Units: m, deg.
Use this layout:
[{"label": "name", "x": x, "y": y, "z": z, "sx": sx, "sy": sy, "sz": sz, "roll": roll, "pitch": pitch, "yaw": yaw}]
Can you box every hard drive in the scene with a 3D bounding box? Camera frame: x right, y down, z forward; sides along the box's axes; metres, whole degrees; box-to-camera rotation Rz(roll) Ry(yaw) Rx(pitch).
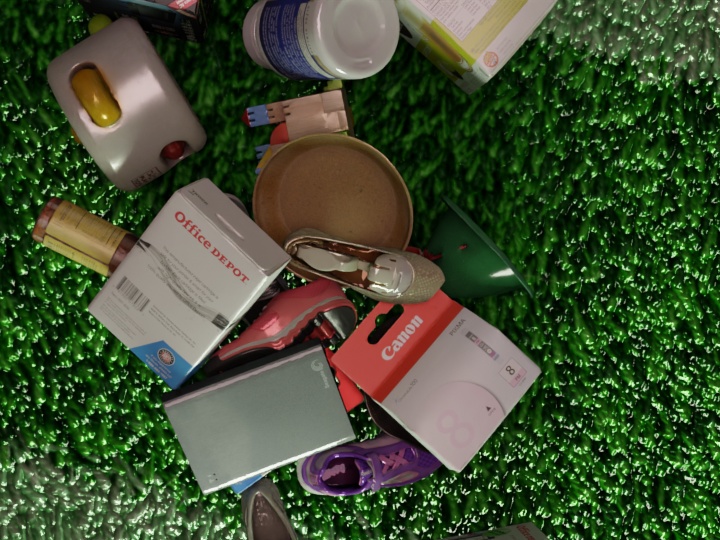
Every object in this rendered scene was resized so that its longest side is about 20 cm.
[{"label": "hard drive", "x": -0.119, "y": 0.175, "z": 1.431, "sx": 0.199, "sy": 0.033, "sz": 0.140, "roll": -20, "pitch": 116, "yaw": -2}]

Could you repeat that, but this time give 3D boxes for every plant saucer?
[{"label": "plant saucer", "x": -0.031, "y": -0.076, "z": 1.450, "sx": 0.199, "sy": 0.035, "sz": 0.201, "roll": 6, "pitch": 115, "yaw": 12}]

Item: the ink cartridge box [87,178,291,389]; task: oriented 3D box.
[{"label": "ink cartridge box", "x": -0.200, "y": 0.015, "z": 1.398, "sx": 0.145, "sy": 0.084, "sz": 0.200, "roll": 43, "pitch": 114, "yaw": 2}]

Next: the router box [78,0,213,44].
[{"label": "router box", "x": -0.257, "y": -0.331, "z": 1.417, "sx": 0.149, "sy": 0.200, "sz": 0.062, "roll": 13, "pitch": 89, "yaw": -4}]

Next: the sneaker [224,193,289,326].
[{"label": "sneaker", "x": -0.143, "y": -0.002, "z": 1.476, "sx": 0.075, "sy": 0.115, "sz": 0.200, "roll": -28, "pitch": 93, "yaw": -3}]

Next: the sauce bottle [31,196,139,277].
[{"label": "sauce bottle", "x": -0.308, "y": -0.022, "z": 1.490, "sx": 0.200, "sy": 0.066, "sz": 0.066, "roll": 29, "pitch": 89, "yaw": -6}]

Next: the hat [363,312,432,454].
[{"label": "hat", "x": 0.105, "y": 0.133, "z": 1.489, "sx": 0.200, "sy": 0.081, "sz": 0.201, "roll": 5, "pitch": 74, "yaw": -16}]

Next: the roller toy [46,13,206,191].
[{"label": "roller toy", "x": -0.283, "y": -0.193, "z": 1.426, "sx": 0.139, "sy": 0.200, "sz": 0.183, "roll": -32, "pitch": 126, "yaw": -2}]

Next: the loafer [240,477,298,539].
[{"label": "loafer", "x": -0.108, "y": 0.363, "z": 1.508, "sx": 0.070, "sy": 0.070, "sz": 0.201, "roll": -19, "pitch": 93, "yaw": -4}]

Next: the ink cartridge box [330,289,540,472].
[{"label": "ink cartridge box", "x": 0.091, "y": 0.115, "z": 1.425, "sx": 0.200, "sy": 0.057, "sz": 0.163, "roll": 43, "pitch": 77, "yaw": -6}]

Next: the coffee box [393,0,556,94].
[{"label": "coffee box", "x": 0.135, "y": -0.361, "z": 1.449, "sx": 0.198, "sy": 0.200, "sz": 0.200, "roll": 41, "pitch": 89, "yaw": -4}]

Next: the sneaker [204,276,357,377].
[{"label": "sneaker", "x": -0.100, "y": 0.075, "z": 1.457, "sx": 0.200, "sy": 0.087, "sz": 0.074, "roll": -27, "pitch": 134, "yaw": 5}]

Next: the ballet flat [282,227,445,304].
[{"label": "ballet flat", "x": 0.000, "y": 0.000, "z": 1.418, "sx": 0.199, "sy": 0.062, "sz": 0.068, "roll": 13, "pitch": 100, "yaw": 7}]

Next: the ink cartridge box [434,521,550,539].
[{"label": "ink cartridge box", "x": 0.147, "y": 0.417, "z": 1.492, "sx": 0.199, "sy": 0.147, "sz": 0.147, "roll": -10, "pitch": 91, "yaw": -5}]

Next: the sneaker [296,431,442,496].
[{"label": "sneaker", "x": 0.020, "y": 0.245, "z": 1.508, "sx": 0.199, "sy": 0.088, "sz": 0.081, "roll": -12, "pitch": 90, "yaw": -7}]

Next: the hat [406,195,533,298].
[{"label": "hat", "x": 0.091, "y": 0.020, "z": 1.484, "sx": 0.176, "sy": 0.200, "sz": 0.166, "roll": -42, "pitch": 118, "yaw": 2}]

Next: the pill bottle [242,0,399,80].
[{"label": "pill bottle", "x": -0.056, "y": -0.288, "z": 1.427, "sx": 0.119, "sy": 0.200, "sz": 0.120, "roll": -5, "pitch": 99, "yaw": -34}]

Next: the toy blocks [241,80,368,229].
[{"label": "toy blocks", "x": -0.073, "y": -0.140, "z": 1.498, "sx": 0.136, "sy": 0.100, "sz": 0.201, "roll": -11, "pitch": 99, "yaw": 7}]

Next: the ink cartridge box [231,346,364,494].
[{"label": "ink cartridge box", "x": -0.107, "y": 0.173, "z": 1.506, "sx": 0.200, "sy": 0.067, "sz": 0.116, "roll": -35, "pitch": 94, "yaw": -3}]
